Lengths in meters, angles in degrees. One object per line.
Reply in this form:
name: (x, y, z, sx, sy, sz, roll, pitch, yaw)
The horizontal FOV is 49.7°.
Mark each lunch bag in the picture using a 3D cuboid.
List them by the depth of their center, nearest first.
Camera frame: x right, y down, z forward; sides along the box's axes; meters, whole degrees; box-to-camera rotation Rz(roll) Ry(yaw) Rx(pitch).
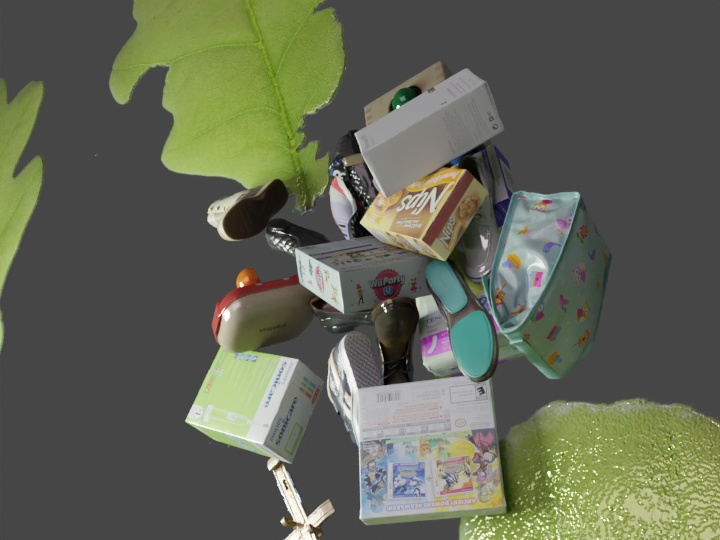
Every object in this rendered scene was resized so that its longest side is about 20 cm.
lunch bag: (0.245, 0.024, 1.027, 0.120, 0.170, 0.204, 6, 67, 38)

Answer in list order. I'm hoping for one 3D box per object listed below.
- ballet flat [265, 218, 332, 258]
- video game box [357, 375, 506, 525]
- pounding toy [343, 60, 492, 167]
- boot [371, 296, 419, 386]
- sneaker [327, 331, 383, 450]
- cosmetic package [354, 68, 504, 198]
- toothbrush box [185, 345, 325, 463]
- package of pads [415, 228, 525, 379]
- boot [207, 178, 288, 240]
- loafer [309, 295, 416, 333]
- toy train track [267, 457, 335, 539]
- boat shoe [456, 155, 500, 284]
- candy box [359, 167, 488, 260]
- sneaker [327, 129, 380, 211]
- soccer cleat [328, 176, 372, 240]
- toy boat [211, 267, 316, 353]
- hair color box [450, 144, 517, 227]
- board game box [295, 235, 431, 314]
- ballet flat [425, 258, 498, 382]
ballet flat: (-0.105, -0.042, 1.443, 0.066, 0.058, 0.198, -31, 41, -29)
video game box: (0.095, 0.246, 1.071, 0.195, 0.047, 0.186, -8, 57, 12)
pounding toy: (0.092, -0.214, 1.261, 0.181, 0.199, 0.145, -26, 50, 25)
boot: (0.059, 0.115, 1.132, 0.073, 0.201, 0.099, -11, 64, -1)
sneaker: (0.001, 0.202, 1.192, 0.079, 0.077, 0.204, -44, 51, 48)
cosmetic package: (0.096, -0.200, 1.125, 0.197, 0.082, 0.113, -28, 24, 4)
toothbrush box: (-0.178, 0.221, 1.309, 0.197, 0.086, 0.148, 2, 60, 40)
package of pads: (0.157, 0.050, 1.157, 0.152, 0.068, 0.204, -22, 54, 27)
boot: (-0.248, -0.106, 1.522, 0.152, 0.073, 0.200, -11, 23, 36)
loafer: (0.006, 0.051, 1.274, 0.197, 0.072, 0.074, -22, 52, 26)
toy train track: (-0.108, 0.367, 1.217, 0.115, 0.032, 0.201, -45, 46, 10)
boat shoe: (0.165, -0.079, 1.130, 0.069, 0.070, 0.204, -12, 57, 27)
candy box: (0.087, -0.090, 1.132, 0.117, 0.055, 0.199, -57, 27, -6)
sneaker: (-0.002, -0.147, 1.346, 0.109, 0.073, 0.205, 1, 67, -5)
soccer cleat: (-0.014, -0.089, 1.384, 0.073, 0.067, 0.204, -47, 46, 41)
toy boat: (-0.169, 0.049, 1.332, 0.132, 0.196, 0.132, 55, 139, 32)
hair color box: (0.152, -0.102, 1.249, 0.197, 0.064, 0.111, -28, 52, 26)
board game box: (0.000, 0.000, 1.183, 0.199, 0.144, 0.066, -156, 57, -66)
ballet flat: (0.148, 0.068, 1.059, 0.067, 0.068, 0.203, -31, 52, 18)
